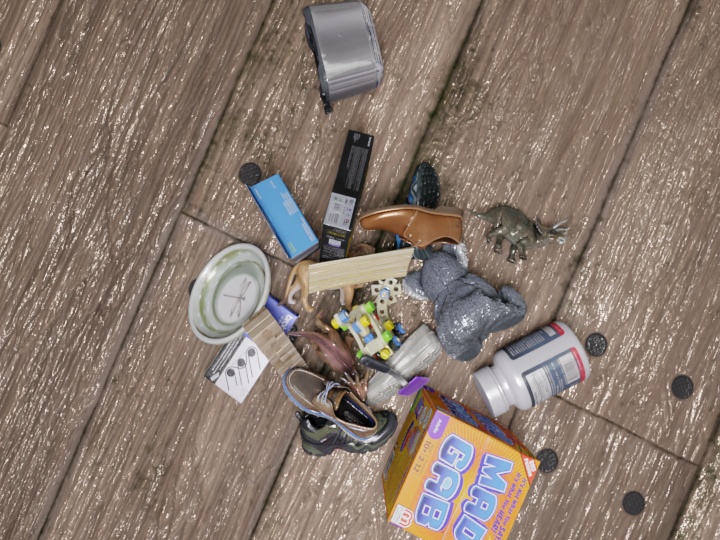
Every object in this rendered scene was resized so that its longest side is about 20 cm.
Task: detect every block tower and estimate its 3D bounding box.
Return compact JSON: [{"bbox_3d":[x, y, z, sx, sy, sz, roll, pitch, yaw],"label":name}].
[{"bbox_3d":[-0.150,0.148,0.973,0.057,0.202,0.054,-37,50,-14],"label":"block tower"}]

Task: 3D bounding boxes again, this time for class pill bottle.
[{"bbox_3d":[0.321,0.193,1.006,0.196,0.120,0.122,-26,90,-1],"label":"pill bottle"}]

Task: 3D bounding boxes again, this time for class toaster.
[{"bbox_3d":[-0.031,-0.417,1.014,0.125,0.114,0.206,-14,88,-3],"label":"toaster"}]

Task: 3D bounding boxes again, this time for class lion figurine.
[{"bbox_3d":[-0.064,0.012,1.016,0.194,0.072,0.126,-2,107,-16],"label":"lion figurine"}]

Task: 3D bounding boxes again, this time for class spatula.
[{"bbox_3d":[0.060,0.192,0.966,0.056,0.021,0.199,-43,131,14],"label":"spatula"}]

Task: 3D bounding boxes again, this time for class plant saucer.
[{"bbox_3d":[-0.242,0.049,1.009,0.195,0.050,0.205,-14,59,24],"label":"plant saucer"}]

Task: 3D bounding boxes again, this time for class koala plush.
[{"bbox_3d":[0.180,0.042,0.992,0.177,0.182,0.203,-42,61,20],"label":"koala plush"}]

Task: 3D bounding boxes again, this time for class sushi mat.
[{"bbox_3d":[0.000,0.000,0.955,0.194,0.097,0.012,-10,58,-10],"label":"sushi mat"}]

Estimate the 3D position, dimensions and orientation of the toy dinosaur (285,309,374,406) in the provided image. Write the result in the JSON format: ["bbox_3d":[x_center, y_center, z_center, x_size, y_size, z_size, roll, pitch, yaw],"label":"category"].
[{"bbox_3d":[-0.041,0.159,0.977,0.086,0.136,0.199,-45,123,10],"label":"toy dinosaur"}]

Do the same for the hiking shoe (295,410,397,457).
[{"bbox_3d":[-0.026,0.294,1.009,0.194,0.076,0.103,-12,119,0],"label":"hiking shoe"}]

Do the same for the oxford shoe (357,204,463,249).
[{"bbox_3d":[0.091,-0.075,0.933,0.194,0.071,0.074,2,82,-6],"label":"oxford shoe"}]

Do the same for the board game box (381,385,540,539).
[{"bbox_3d":[0.169,0.364,0.961,0.196,0.200,0.204,25,90,0],"label":"board game box"}]

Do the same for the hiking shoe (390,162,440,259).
[{"bbox_3d":[0.100,-0.118,1.029,0.074,0.085,0.206,28,65,-41],"label":"hiking shoe"}]

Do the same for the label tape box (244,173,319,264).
[{"bbox_3d":[-0.135,-0.093,0.964,0.062,0.200,0.146,-31,90,-4],"label":"label tape box"}]

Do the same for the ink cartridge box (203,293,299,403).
[{"bbox_3d":[-0.214,0.147,1.038,0.093,0.044,0.203,33,89,-1],"label":"ink cartridge box"}]

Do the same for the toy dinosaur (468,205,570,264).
[{"bbox_3d":[0.302,-0.081,1.042,0.196,0.077,0.104,27,77,5],"label":"toy dinosaur"}]

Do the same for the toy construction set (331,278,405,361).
[{"bbox_3d":[0.028,0.092,0.986,0.092,0.200,0.132,-37,96,33],"label":"toy construction set"}]

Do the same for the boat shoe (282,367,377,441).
[{"bbox_3d":[-0.050,0.232,0.954,0.197,0.073,0.073,30,59,-3],"label":"boat shoe"}]

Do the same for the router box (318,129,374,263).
[{"bbox_3d":[-0.027,-0.122,0.953,0.051,0.158,0.205,13,64,-1],"label":"router box"}]

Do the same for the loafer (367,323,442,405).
[{"bbox_3d":[0.072,0.188,1.036,0.199,0.070,0.070,-40,56,4],"label":"loafer"}]
